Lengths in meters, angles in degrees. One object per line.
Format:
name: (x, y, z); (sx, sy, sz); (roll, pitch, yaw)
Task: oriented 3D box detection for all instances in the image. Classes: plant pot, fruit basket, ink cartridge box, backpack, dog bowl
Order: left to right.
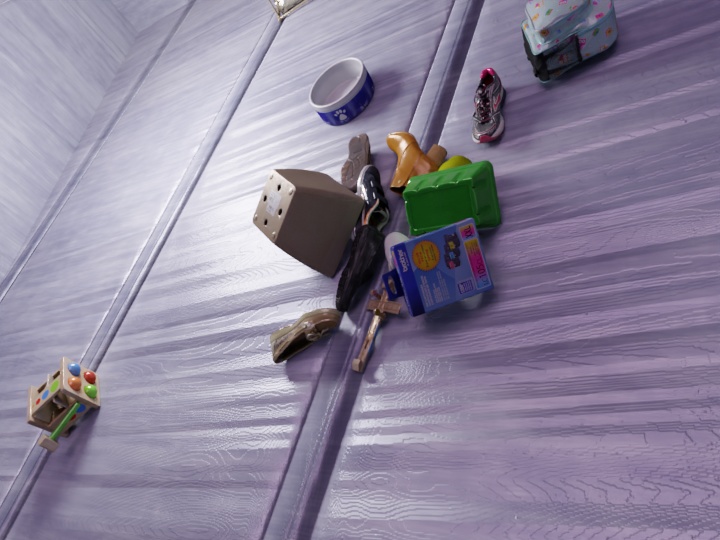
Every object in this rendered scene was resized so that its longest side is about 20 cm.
plant pot: (-0.141, -0.131, 1.279); (0.199, 0.173, 0.205); (39, 109, 46)
dog bowl: (-0.057, -0.545, 1.635); (0.195, 0.079, 0.206); (-19, 49, 24)
ink cartridge box: (0.137, 0.000, 1.023); (0.193, 0.076, 0.141); (-19, 91, 1)
fruit basket: (0.201, -0.162, 1.158); (0.207, 0.161, 0.216); (-13, 10, 2)
backpack: (0.473, -0.555, 1.216); (0.193, 0.155, 0.180); (-15, 45, 16)

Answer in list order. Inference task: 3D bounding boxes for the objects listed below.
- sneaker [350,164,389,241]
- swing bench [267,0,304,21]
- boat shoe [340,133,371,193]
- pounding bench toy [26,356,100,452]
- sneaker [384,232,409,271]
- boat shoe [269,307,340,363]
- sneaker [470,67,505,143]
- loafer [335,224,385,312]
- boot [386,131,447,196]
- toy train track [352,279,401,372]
sneaker: (0.034, -0.163, 1.296); (0.077, 0.078, 0.207); (-6, 67, 38)
swing bench: (-0.289, -1.180, 2.232); (0.194, 0.130, 0.205); (-21, 43, 22)
boat shoe: (0.000, -0.268, 1.400); (0.072, 0.074, 0.205); (-8, 50, 26)
pounding bench toy: (-0.807, 0.371, 1.476); (0.155, 0.125, 0.201); (-39, 45, 3)
sneaker: (0.090, -0.022, 1.135); (0.077, 0.100, 0.203); (-33, 45, 11)
boat shoe: (-0.121, 0.145, 1.193); (0.197, 0.072, 0.064); (-31, 50, 28)
sneaker: (0.295, -0.386, 1.271); (0.078, 0.075, 0.206); (-8, 55, 30)
loafer: (0.000, 0.000, 1.208); (0.207, 0.069, 0.068); (-69, 17, -5)
boot: (0.105, -0.257, 1.315); (0.198, 0.071, 0.146); (25, 72, 38)
toy train track: (0.023, 0.109, 1.120); (0.113, 0.032, 0.206); (0, 65, 55)
